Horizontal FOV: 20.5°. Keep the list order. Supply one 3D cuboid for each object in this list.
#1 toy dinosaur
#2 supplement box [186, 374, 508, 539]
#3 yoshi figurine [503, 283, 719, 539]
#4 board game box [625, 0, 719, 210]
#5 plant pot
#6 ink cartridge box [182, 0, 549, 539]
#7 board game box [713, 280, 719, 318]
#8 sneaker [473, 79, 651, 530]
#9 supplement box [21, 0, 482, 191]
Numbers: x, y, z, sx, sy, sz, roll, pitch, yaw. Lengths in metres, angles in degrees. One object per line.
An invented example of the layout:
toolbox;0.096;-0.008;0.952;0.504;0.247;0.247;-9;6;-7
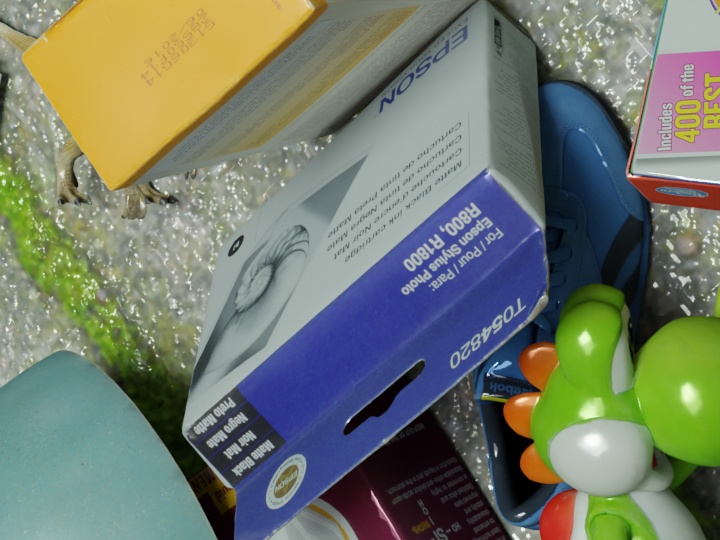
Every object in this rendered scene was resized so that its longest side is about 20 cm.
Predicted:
toy dinosaur;-0.123;-0.083;1.004;0.200;0.058;0.102;17;107;51
supplement box;0.012;0.158;0.944;0.110;0.086;0.200;-37;80;28
yoshi figurine;0.134;0.100;0.836;0.112;0.112;0.201;33;139;59
board game box;0.217;-0.092;0.783;0.199;0.040;0.154;9;79;26
plant pot;-0.159;0.158;0.959;0.200;0.134;0.201;45;151;34
ink cartridge box;0.000;0.000;0.874;0.041;0.200;0.200;36;119;-22
board game box;0.250;0.003;0.810;0.199;0.048;0.102;14;105;26
sneaker;0.085;0.017;0.888;0.066;0.078;0.201;4;98;30
supplement box;-0.035;-0.111;0.863;0.126;0.200;0.074;-39;82;27
